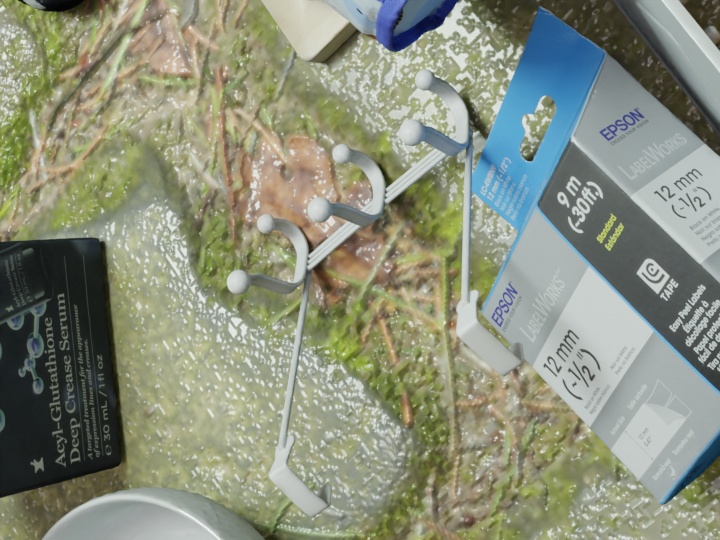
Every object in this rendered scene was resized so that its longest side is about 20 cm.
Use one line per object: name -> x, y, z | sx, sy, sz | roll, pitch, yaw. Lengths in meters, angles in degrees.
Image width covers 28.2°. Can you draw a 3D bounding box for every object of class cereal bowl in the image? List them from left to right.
cereal bowl -> -0.110, 0.226, 0.859 | 0.198, 0.083, 0.203 | 2, 93, 28

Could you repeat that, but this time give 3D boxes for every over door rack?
over door rack -> 0.000, 0.000, 0.741 | 0.147, 0.066, 0.201 | -39, 36, 28

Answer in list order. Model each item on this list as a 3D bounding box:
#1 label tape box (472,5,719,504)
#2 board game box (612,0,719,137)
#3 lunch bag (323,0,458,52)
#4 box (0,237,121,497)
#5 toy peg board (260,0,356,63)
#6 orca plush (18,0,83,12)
label tape box -> 0.120, -0.007, 0.693 | 0.200, 0.066, 0.144 | 45, 146, 18
board game box -> 0.153, -0.099, 0.634 | 0.026, 0.200, 0.201 | -37, 75, 11
lunch bag -> -0.012, -0.190, 0.648 | 0.169, 0.200, 0.124 | 39, 115, 3
box -> -0.249, 0.061, 0.861 | 0.106, 0.199, 0.151 | -6, 90, 29
toy peg board -> -0.032, -0.257, 0.783 | 0.200, 0.097, 0.200 | -41, 74, 25
orca plush -> -0.263, -0.217, 0.899 | 0.071, 0.198, 0.106 | -47, 26, 36
